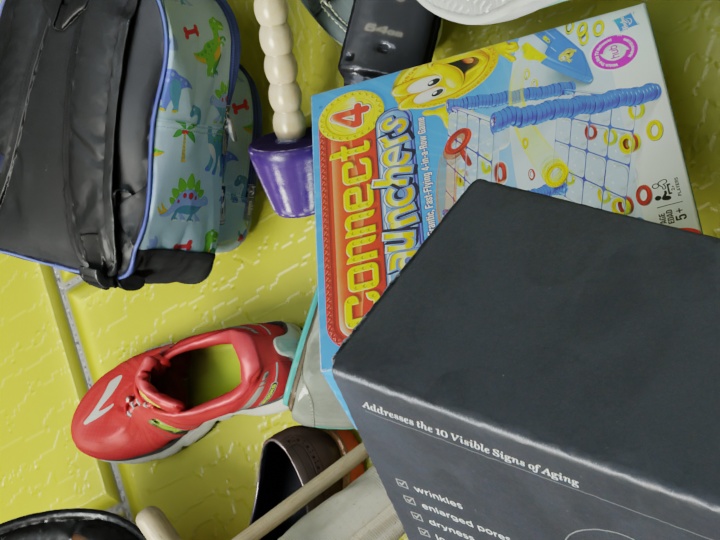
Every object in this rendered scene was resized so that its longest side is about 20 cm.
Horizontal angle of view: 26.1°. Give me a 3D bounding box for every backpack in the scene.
[{"bbox_3d":[-0.158,-0.101,1.014,0.183,0.147,0.200,14,100,34],"label":"backpack"}]

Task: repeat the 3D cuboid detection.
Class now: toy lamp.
[{"bbox_3d":[-0.051,-0.132,0.967,0.058,0.058,0.200,5,112,34],"label":"toy lamp"}]

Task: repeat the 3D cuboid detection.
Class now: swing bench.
[{"bbox_3d":[0.021,0.166,0.841,0.199,0.130,0.200,-35,66,-13],"label":"swing bench"}]

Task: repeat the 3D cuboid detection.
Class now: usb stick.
[{"bbox_3d":[0.033,-0.199,0.932,0.055,0.033,0.200,14,82,-1],"label":"usb stick"}]

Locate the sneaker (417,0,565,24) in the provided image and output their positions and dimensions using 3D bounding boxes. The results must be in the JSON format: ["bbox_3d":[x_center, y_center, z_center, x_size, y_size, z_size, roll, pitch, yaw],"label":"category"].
[{"bbox_3d":[0.122,-0.180,0.861,0.200,0.118,0.074,5,105,47],"label":"sneaker"}]

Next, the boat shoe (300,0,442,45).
[{"bbox_3d":[-0.028,-0.201,0.983,0.073,0.062,0.200,-49,64,18],"label":"boat shoe"}]

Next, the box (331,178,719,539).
[{"bbox_3d":[0.120,0.088,0.654,0.200,0.197,0.124,17,57,35],"label":"box"}]

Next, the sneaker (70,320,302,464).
[{"bbox_3d":[-0.126,0.074,1.020,0.200,0.085,0.077,-24,73,30],"label":"sneaker"}]

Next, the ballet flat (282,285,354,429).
[{"bbox_3d":[0.000,0.000,0.960,0.064,0.067,0.200,10,86,5],"label":"ballet flat"}]

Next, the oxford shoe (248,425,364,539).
[{"bbox_3d":[-0.044,0.195,0.965,0.071,0.072,0.200,-3,86,34],"label":"oxford shoe"}]

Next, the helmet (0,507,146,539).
[{"bbox_3d":[-0.175,0.263,0.980,0.200,0.200,0.191,26,144,32],"label":"helmet"}]

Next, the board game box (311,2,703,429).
[{"bbox_3d":[0.076,-0.032,0.821,0.195,0.056,0.200,-14,49,12],"label":"board game box"}]
